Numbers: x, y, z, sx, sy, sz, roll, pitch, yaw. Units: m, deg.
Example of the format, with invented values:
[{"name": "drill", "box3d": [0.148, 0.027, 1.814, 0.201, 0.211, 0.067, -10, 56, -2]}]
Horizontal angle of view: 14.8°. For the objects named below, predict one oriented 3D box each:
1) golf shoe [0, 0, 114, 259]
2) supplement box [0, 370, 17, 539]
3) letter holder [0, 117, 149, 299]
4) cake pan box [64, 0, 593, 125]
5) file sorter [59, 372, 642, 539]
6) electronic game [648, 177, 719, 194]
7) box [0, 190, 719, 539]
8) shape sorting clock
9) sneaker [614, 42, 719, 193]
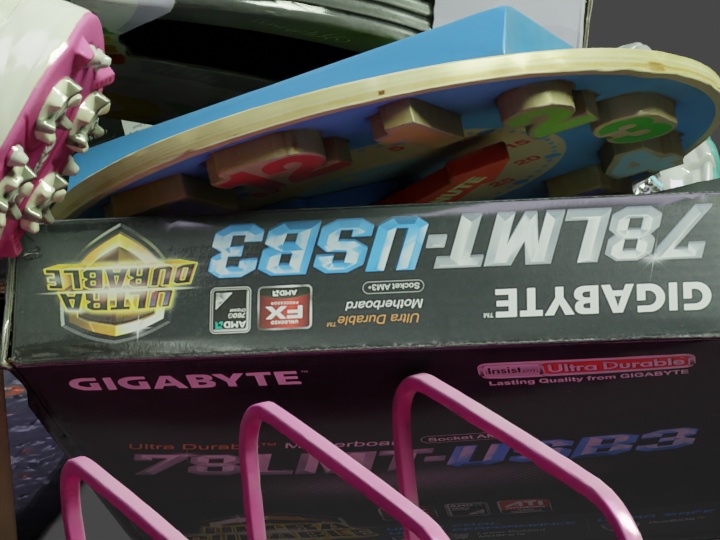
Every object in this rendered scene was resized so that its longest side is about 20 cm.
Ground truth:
[{"name": "golf shoe", "box3d": [-0.147, 0.003, 0.700, 0.091, 0.200, 0.075, 33, -8, 5]}, {"name": "supplement box", "box3d": [-0.215, 0.041, 0.779, 0.134, 0.200, 0.200, 8, 18, 37]}, {"name": "letter holder", "box3d": [-0.125, -0.063, 1.214, 0.142, 0.101, 0.200, -5, 15, 38]}, {"name": "cake pan box", "box3d": [-0.051, -0.082, 0.848, 0.184, 0.052, 0.200, 6, -6, -26]}, {"name": "file sorter", "box3d": [-0.041, 0.113, 0.653, 0.200, 0.126, 0.139, -14, 20, -22]}, {"name": "electronic game", "box3d": [0.100, 0.014, 0.898, 0.200, 0.042, 0.200, -13, -15, -4]}, {"name": "box", "box3d": [0.015, 0.037, 0.804, 0.200, 0.050, 0.199, -3, -20, 7]}, {"name": "shape sorting clock", "box3d": [0.008, -0.024, 0.798, 0.200, 0.039, 0.200, -10, -16, -3]}, {"name": "sneaker", "box3d": [0.092, -0.041, 1.147, 0.091, 0.078, 0.200, -11, 17, -2]}]
